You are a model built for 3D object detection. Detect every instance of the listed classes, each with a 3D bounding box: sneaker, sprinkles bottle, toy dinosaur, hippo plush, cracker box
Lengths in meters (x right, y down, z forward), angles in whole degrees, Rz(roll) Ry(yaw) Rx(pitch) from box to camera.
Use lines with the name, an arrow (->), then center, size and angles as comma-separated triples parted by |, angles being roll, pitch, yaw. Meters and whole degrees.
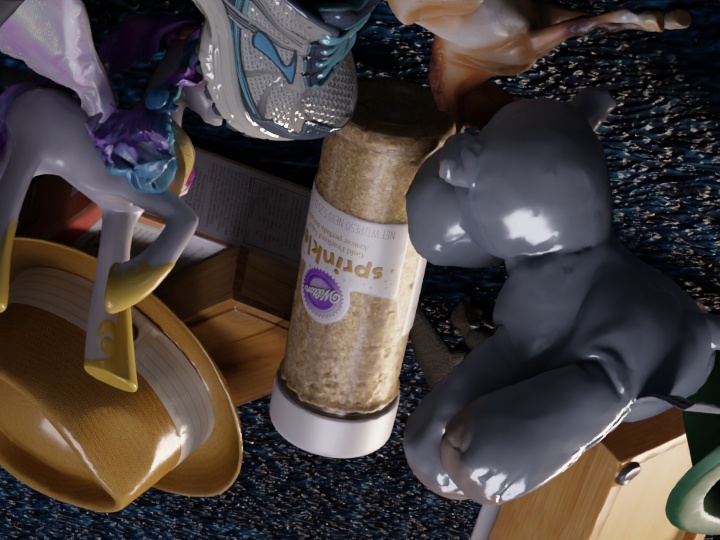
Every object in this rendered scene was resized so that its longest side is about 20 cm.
sneaker -> -0.029, -0.116, 1.130 | 0.086, 0.078, 0.200 | 12, 157, 25
sprinkles bottle -> 0.000, 0.000, 1.299 | 0.068, 0.068, 0.200 | 9, 121, -3
toy dinosaur -> 0.091, 0.068, 1.532 | 0.200, 0.077, 0.102 | 8, 143, -9
hippo plush -> 0.077, 0.008, 1.175 | 0.159, 0.161, 0.200 | -30, -174, -28
cracker box -> -0.082, -0.012, 1.431 | 0.200, 0.058, 0.134 | 21, 155, -24

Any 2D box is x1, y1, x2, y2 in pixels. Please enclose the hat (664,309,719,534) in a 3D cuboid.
hat -> 0.196, 0.023, 1.257 | 0.200, 0.176, 0.166 | -26, 154, 15

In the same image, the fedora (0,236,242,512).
fedora -> -0.162, 0.073, 1.403 | 0.201, 0.082, 0.201 | 24, 143, 20

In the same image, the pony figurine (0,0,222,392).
pony figurine -> -0.145, -0.068, 1.209 | 0.193, 0.200, 0.167 | 23, 163, 5

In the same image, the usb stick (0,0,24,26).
usb stick -> -0.137, -0.158, 1.068 | 0.055, 0.033, 0.200 | 20, 130, -40

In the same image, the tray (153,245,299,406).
tray -> -0.086, 0.041, 1.437 | 0.099, 0.037, 0.200 | 23, 155, -29

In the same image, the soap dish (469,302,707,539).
soap dish -> 0.153, 0.123, 1.481 | 0.157, 0.081, 0.200 | -21, 144, -34

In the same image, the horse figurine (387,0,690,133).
horse figurine -> 0.063, -0.126, 1.140 | 0.133, 0.050, 0.200 | -7, 158, 26
